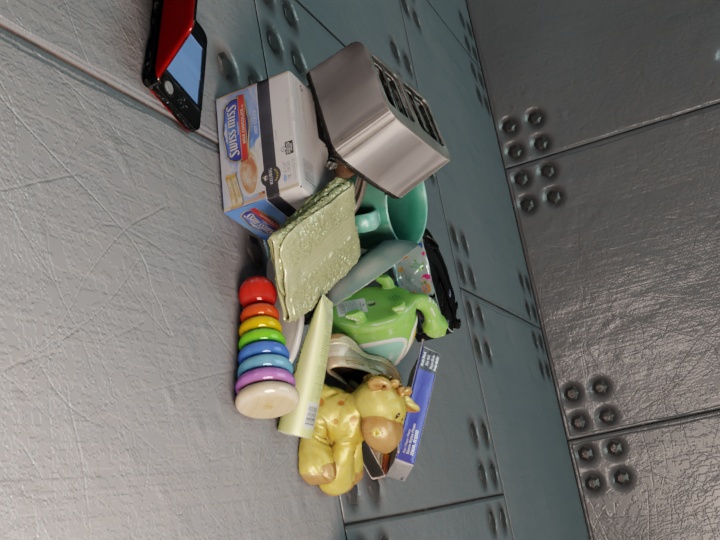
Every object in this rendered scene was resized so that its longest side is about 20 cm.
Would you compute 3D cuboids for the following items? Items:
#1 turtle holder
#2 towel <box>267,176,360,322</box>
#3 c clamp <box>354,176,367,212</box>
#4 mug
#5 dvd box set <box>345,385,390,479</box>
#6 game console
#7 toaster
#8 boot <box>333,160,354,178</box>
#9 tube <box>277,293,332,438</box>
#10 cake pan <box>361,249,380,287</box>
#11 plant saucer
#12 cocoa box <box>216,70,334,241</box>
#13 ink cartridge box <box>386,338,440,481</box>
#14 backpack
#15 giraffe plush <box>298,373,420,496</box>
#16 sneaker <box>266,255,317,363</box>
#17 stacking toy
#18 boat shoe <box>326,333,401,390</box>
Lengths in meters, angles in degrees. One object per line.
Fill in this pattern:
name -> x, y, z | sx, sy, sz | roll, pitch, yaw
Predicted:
turtle holder -> 0.038, 0.090, 1.658 | 0.185, 0.141, 0.132 | -24, 121, -29
towel -> -0.060, -0.030, 1.378 | 0.200, 0.036, 0.149 | -46, 138, -45
c clamp -> -0.048, -0.143, 1.601 | 0.027, 0.200, 0.171 | 32, 70, -32
mug -> 0.022, -0.113, 1.631 | 0.185, 0.114, 0.153 | 27, 66, -57
dvd box set -> 0.019, 0.239, 1.695 | 0.200, 0.029, 0.147 | -72, 141, -57
game console -> -0.223, -0.323, 1.332 | 0.172, 0.118, 0.201 | 50, 31, -49
toaster -> 0.025, -0.216, 1.449 | 0.181, 0.118, 0.201 | 29, 35, -47
boot -> -0.075, -0.200, 1.585 | 0.074, 0.154, 0.201 | 44, 38, -34
tube -> -0.070, 0.136, 1.389 | 0.052, 0.058, 0.201 | 19, 81, -30
cake pan -> -0.012, 0.007, 1.777 | 0.200, 0.037, 0.201 | -16, 90, -71
plant saucer -> 0.000, 0.000, 1.540 | 0.039, 0.201, 0.201 | 55, 22, -4
cocoa box -> -0.124, -0.167, 1.460 | 0.133, 0.131, 0.201 | 37, 41, -59
ink cartridge box -> 0.090, 0.238, 1.641 | 0.200, 0.040, 0.200 | 98, 7, -68
backpack -> 0.104, 0.019, 1.911 | 0.178, 0.150, 0.201 | -84, 161, -63
giraffe plush -> 0.001, 0.222, 1.457 | 0.172, 0.162, 0.201 | -6, 82, -70
sneaker -> -0.097, 0.074, 1.444 | 0.099, 0.070, 0.201 | 53, 29, -50
stacking toy -> -0.133, 0.094, 1.327 | 0.085, 0.085, 0.201 | 46, 30, -53
boat shoe -> 0.003, 0.170, 1.578 | 0.200, 0.072, 0.065 | 40, 31, -46
